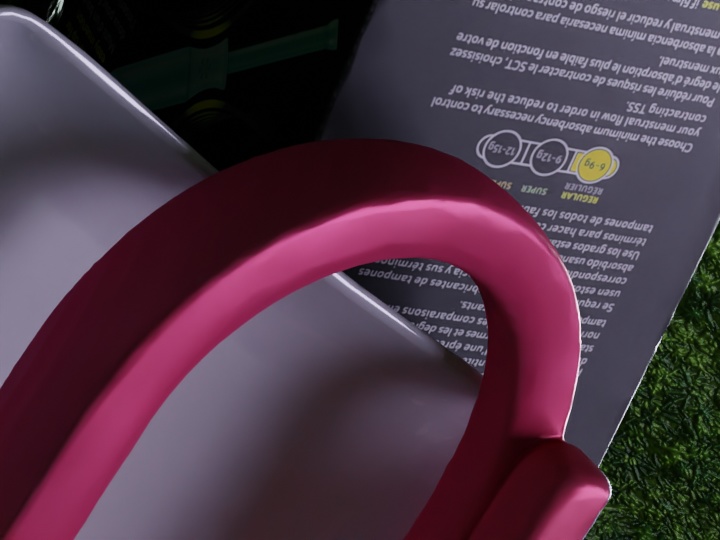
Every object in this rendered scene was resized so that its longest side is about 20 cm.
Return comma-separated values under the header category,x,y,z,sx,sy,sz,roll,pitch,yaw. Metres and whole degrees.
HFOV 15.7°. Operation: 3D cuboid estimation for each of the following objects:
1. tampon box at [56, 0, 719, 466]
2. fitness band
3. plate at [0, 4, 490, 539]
category,x,y,z,sx,sy,sz,roll,pitch,yaw
tampon box,0.009,-0.050,0.676,0.150,0.126,0.201,56,-51,48
fitness band,-0.027,0.063,0.573,0.143,0.037,0.201,22,107,-39
plate,-0.086,0.057,0.574,0.200,0.032,0.200,-46,134,5
